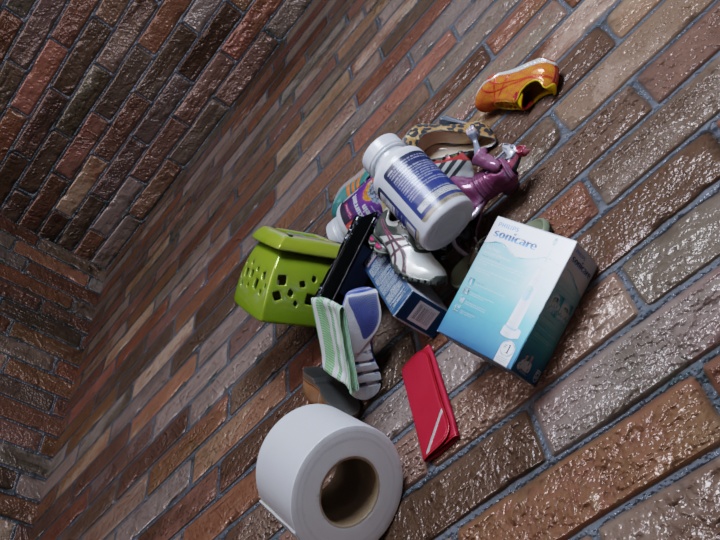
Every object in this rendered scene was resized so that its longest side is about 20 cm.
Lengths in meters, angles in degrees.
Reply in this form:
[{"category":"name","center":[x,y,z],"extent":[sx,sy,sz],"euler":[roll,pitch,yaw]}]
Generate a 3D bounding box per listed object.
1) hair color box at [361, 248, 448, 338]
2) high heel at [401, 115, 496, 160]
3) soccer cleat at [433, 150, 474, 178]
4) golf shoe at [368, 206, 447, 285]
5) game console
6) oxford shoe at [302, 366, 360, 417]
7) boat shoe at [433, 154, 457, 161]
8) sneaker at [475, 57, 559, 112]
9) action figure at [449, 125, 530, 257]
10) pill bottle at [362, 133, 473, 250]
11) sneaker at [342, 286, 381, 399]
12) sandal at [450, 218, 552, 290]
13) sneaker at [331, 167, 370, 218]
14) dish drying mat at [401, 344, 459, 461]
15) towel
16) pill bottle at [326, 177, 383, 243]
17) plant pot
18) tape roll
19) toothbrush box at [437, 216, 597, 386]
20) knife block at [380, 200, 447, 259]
[{"category":"hair color box","center":[0.081,0.033,1.246],"extent":[0.061,0.099,0.201],"euler":[-52,29,13]},{"category":"high heel","center":[0.163,-0.239,1.319],"extent":[0.142,0.072,0.199],"euler":[27,54,38]},{"category":"soccer cleat","center":[0.131,-0.164,1.276],"extent":[0.086,0.197,0.069],"euler":[68,157,11]},{"category":"golf shoe","center":[0.085,-0.042,1.191],"extent":[0.200,0.076,0.089],"euler":[41,122,43]},{"category":"game console","center":[0.000,0.000,1.360],"extent":[0.115,0.175,0.202],"euler":[20,79,44]},{"category":"oxford shoe","center":[-0.057,0.254,1.312],"extent":[0.199,0.070,0.073],"euler":[28,115,61]},{"category":"boat shoe","center":[0.158,-0.195,1.376],"extent":[0.073,0.063,0.203],"euler":[-28,41,42]},{"category":"sneaker","center":[0.291,-0.340,1.301],"extent":[0.199,0.072,0.079],"euler":[-13,61,56]},{"category":"action figure","center":[0.212,-0.148,1.176],"extent":[0.200,0.133,0.151],"euler":[-40,34,35]},{"category":"pill bottle","center":[0.091,-0.140,1.158],"extent":[0.111,0.110,0.201],"euler":[-48,63,17]},{"category":"sneaker","center":[-0.011,0.127,1.271],"extent":[0.115,0.079,0.203],"euler":[-140,47,-71]},{"category":"sandal","center":[0.224,-0.036,1.128],"extent":[0.200,0.057,0.081],"euler":[-36,36,35]},{"category":"sneaker","center":[0.004,-0.184,1.600],"extent":[0.200,0.071,0.080],"euler":[-47,27,18]},{"category":"dish drying mat","center":[0.110,0.213,1.115],"extent":[0.077,0.018,0.201],"euler":[-47,31,23]},{"category":"towel","center":[-0.048,0.128,1.216],"extent":[0.200,0.023,0.156],"euler":[-164,64,-74]},{"category":"pill bottle","center":[0.017,-0.125,1.484],"extent":[0.199,0.111,0.113],"euler":[-38,35,34]},{"category":"plant pot","center":[-0.144,0.010,1.472],"extent":[0.199,0.196,0.185],"euler":[24,103,60]},{"category":"tape roll","center":[-0.049,0.327,1.071],"extent":[0.138,0.201,0.205],"euler":[7,68,58]},{"category":"toothbrush box","center":[0.228,0.041,0.992],"extent":[0.145,0.085,0.202],"euler":[24,84,46]},{"category":"knife block","center":[0.104,-0.110,1.294],"extent":[0.175,0.063,0.204],"euler":[157,102,-70]}]
